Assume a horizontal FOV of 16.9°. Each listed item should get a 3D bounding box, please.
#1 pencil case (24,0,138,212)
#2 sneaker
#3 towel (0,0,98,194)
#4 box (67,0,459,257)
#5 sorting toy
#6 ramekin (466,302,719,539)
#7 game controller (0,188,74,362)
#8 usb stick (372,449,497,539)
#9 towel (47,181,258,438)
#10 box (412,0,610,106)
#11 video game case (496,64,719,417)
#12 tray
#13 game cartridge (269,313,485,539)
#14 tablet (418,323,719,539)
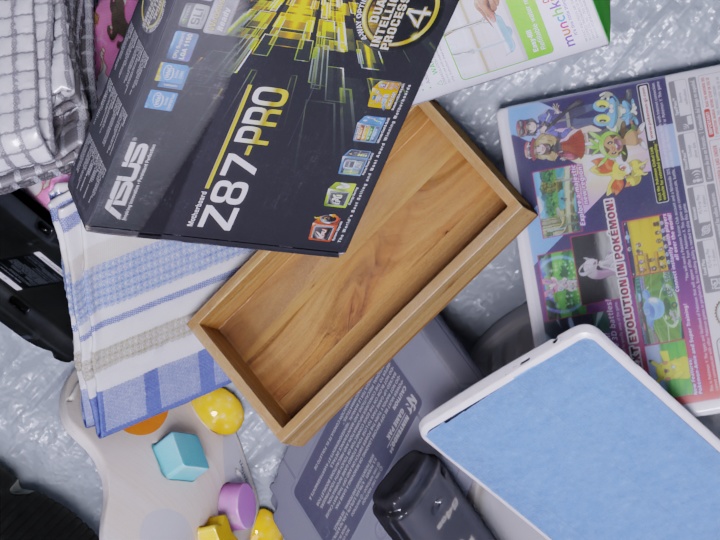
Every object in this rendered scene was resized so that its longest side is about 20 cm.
[{"bbox_3d":[-0.127,-0.114,1.416,0.087,0.083,0.200,46,118,13],"label":"pencil case"},{"bbox_3d":[-0.240,0.186,1.601,0.200,0.074,0.089,42,133,7],"label":"sneaker"},{"bbox_3d":[-0.232,-0.122,1.363,0.165,0.200,0.086,-15,153,13],"label":"towel"},{"bbox_3d":[-0.049,-0.104,1.286,0.161,0.049,0.200,7,125,-29],"label":"box"},{"bbox_3d":[-0.123,0.182,1.529,0.107,0.180,0.200,-10,119,12],"label":"sorting toy"},{"bbox_3d":[0.152,0.119,1.506,0.200,0.105,0.201,3,120,4],"label":"ramekin"},{"bbox_3d":[-0.208,-0.006,1.467,0.104,0.042,0.200,-17,141,29],"label":"game controller"},{"bbox_3d":[0.070,0.188,1.459,0.033,0.055,0.200,14,147,50],"label":"usb stick"},{"bbox_3d":[-0.112,0.004,1.459,0.147,0.024,0.200,-22,136,-20],"label":"towel"},{"bbox_3d":[0.025,-0.201,1.339,0.176,0.097,0.200,-17,117,16],"label":"box"},{"bbox_3d":[0.184,-0.014,1.411,0.182,0.023,0.201,-10,83,12],"label":"video game case"},{"bbox_3d":[0.000,0.000,1.436,0.200,0.037,0.099,-45,68,11],"label":"tray"},{"bbox_3d":[0.013,0.116,1.507,0.041,0.133,0.200,4,127,-33],"label":"game cartridge"},{"bbox_3d":[0.144,0.115,1.412,0.130,0.014,0.200,-33,124,28],"label":"tablet"}]
